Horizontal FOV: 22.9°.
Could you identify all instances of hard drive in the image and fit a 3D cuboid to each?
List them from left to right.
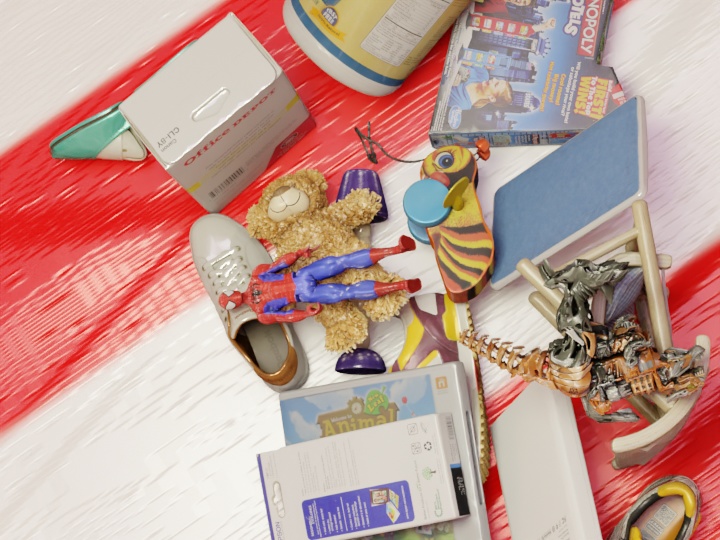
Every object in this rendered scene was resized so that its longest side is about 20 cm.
[{"bbox_3d":[0.172,0.210,1.640,0.027,0.132,0.201,2,60,-22],"label":"hard drive"}]

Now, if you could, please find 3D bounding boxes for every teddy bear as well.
[{"bbox_3d":[-0.036,-0.015,1.715,0.145,0.067,0.201,-27,70,25],"label":"teddy bear"}]

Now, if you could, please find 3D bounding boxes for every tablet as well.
[{"bbox_3d":[0.195,-0.072,1.685,0.200,0.014,0.131,-34,37,38],"label":"tablet"}]

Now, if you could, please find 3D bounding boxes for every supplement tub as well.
[{"bbox_3d":[0.034,-0.285,1.731,0.145,0.144,0.200,47,115,13],"label":"supplement tub"}]

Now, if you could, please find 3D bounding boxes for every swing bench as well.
[{"bbox_3d":[0.248,0.068,1.642,0.129,0.199,0.201,-27,78,2],"label":"swing bench"}]

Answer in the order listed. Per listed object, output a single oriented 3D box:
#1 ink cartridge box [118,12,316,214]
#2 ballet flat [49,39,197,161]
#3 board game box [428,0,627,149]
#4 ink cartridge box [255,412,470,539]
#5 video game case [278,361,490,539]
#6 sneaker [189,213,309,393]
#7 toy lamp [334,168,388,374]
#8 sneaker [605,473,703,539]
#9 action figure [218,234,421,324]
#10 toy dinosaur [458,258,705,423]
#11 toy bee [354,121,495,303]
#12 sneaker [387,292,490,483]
[{"bbox_3d":[-0.135,-0.149,1.732,0.145,0.200,0.083,-40,77,-1],"label":"ink cartridge box"},{"bbox_3d":[-0.222,-0.154,1.817,0.200,0.067,0.071,-35,91,2],"label":"ballet flat"},{"bbox_3d":[0.186,-0.203,1.771,0.199,0.062,0.201,13,81,9],"label":"board game box"},{"bbox_3d":[0.001,0.200,1.674,0.199,0.039,0.100,-14,82,26],"label":"ink cartridge box"},{"bbox_3d":[0.021,0.192,1.697,0.199,0.022,0.183,-12,83,28],"label":"video game case"},{"bbox_3d":[-0.112,0.024,1.758,0.073,0.085,0.201,-32,76,3],"label":"sneaker"},{"bbox_3d":[0.000,0.000,1.760,0.058,0.058,0.201,-2,79,7],"label":"toy lamp"},{"bbox_3d":[0.249,0.274,1.664,0.078,0.082,0.201,31,86,12],"label":"sneaker"},{"bbox_3d":[-0.044,0.011,1.665,0.199,0.052,0.066,-13,86,25],"label":"action figure"},{"bbox_3d":[0.190,0.062,1.507,0.199,0.102,0.137,1,97,-13],"label":"toy dinosaur"},{"bbox_3d":[0.088,-0.077,1.715,0.108,0.131,0.201,-28,91,-2],"label":"toy bee"},{"bbox_3d":[0.074,0.121,1.724,0.090,0.075,0.201,-8,70,7],"label":"sneaker"}]
